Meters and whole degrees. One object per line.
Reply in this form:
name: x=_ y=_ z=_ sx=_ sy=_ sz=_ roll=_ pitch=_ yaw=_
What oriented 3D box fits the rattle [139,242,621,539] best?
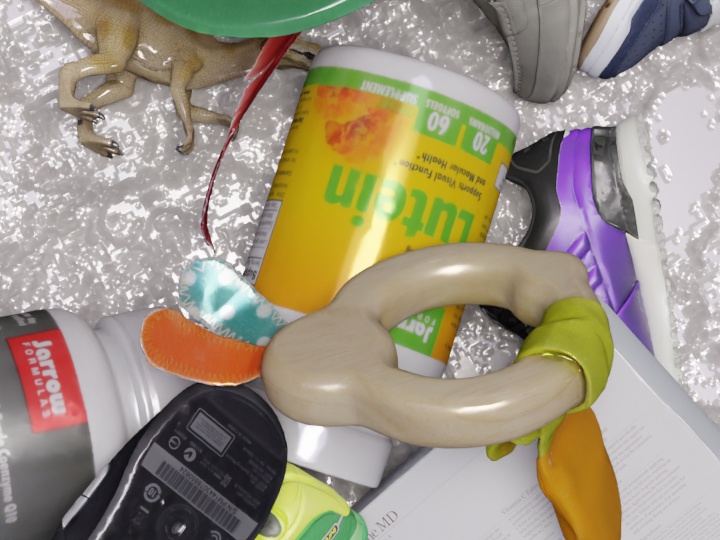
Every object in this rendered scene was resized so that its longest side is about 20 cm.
rattle: x=0.012 y=0.064 z=0.787 sx=0.199 sy=0.143 sz=0.131 roll=-10 pitch=51 yaw=-1

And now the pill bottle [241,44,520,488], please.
pill bottle: x=0.000 y=0.000 z=0.865 sx=0.111 sy=0.111 sz=0.201 roll=18 pitch=85 yaw=-3

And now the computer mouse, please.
computer mouse: x=-0.126 y=0.120 z=0.748 sx=0.140 sy=0.046 sz=0.201 roll=36 pitch=73 yaw=-25

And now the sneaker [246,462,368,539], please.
sneaker: x=-0.068 y=0.178 z=0.840 sx=0.083 sy=0.074 sz=0.200 roll=26 pitch=119 yaw=-30

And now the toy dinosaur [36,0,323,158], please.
toy dinosaur: x=-0.124 y=-0.116 z=0.901 sx=0.199 sy=0.058 sz=0.102 roll=19 pitch=70 yaw=-11

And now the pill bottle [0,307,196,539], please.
pill bottle: x=-0.177 y=0.081 z=0.819 sx=0.199 sy=0.114 sz=0.114 roll=-11 pitch=87 yaw=-22

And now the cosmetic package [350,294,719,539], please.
cosmetic package: x=0.092 y=0.134 z=0.857 sx=0.200 sy=0.052 sz=0.151 roll=-42 pitch=92 yaw=18

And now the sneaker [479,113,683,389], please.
sneaker: x=0.112 y=0.025 z=0.899 sx=0.099 sy=0.070 sz=0.201 roll=-7 pitch=91 yaw=10

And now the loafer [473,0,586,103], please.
loafer: x=0.076 y=-0.154 z=0.849 sx=0.069 sy=0.200 sz=0.070 roll=0 pitch=56 yaw=7

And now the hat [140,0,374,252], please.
hat: x=-0.036 y=-0.150 z=0.841 sx=0.199 sy=0.176 sz=0.166 roll=-27 pitch=70 yaw=0

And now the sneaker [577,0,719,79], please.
sneaker: x=0.209 y=-0.155 z=0.913 sx=0.108 sy=0.070 sz=0.200 roll=41 pitch=81 yaw=1
